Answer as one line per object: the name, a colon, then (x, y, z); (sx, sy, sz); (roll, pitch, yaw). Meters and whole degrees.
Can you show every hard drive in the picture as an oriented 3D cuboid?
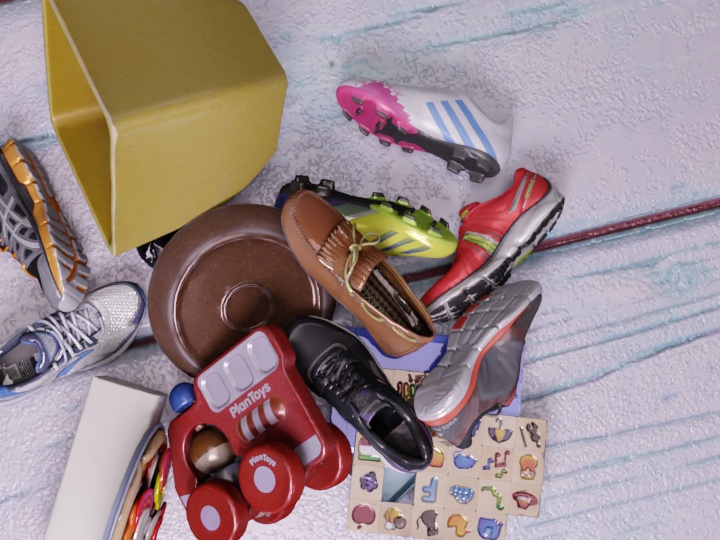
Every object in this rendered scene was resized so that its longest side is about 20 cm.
hard drive: (0.069, 0.133, 1.218); (0.197, 0.025, 0.134); (5, 84, -2)

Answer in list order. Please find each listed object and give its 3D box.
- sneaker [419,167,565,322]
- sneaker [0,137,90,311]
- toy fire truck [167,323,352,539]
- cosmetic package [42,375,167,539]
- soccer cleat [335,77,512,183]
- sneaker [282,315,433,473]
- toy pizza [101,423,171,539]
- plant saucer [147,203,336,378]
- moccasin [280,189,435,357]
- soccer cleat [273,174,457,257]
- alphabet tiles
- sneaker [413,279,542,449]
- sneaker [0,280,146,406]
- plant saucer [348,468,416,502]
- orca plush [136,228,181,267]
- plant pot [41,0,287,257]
sneaker: (0.129, -0.027, 1.242); (0.200, 0.077, 0.085); (-44, 69, -7)
sneaker: (-0.341, -0.038, 1.192); (0.077, 0.078, 0.201); (-30, 66, 2)
toy fire truck: (-0.116, 0.168, 1.156); (0.199, 0.112, 0.169); (-36, 76, 30)
cosmetic package: (-0.259, 0.212, 1.168); (0.072, 0.104, 0.202); (17, 85, -3)
soccer cleat: (0.072, -0.168, 1.249); (0.198, 0.070, 0.087); (26, 68, -3)
sneaker: (0.001, 0.118, 1.152); (0.200, 0.088, 0.076); (43, 84, 2)
toy pizza: (-0.214, 0.247, 1.118); (0.031, 0.200, 0.203); (16, 84, 1)
plant saucer: (-0.117, 0.033, 1.186); (0.198, 0.034, 0.203); (-5, 108, -14)
moccasin: (-0.001, 0.001, 1.157); (0.074, 0.078, 0.202); (-41, 99, -35)
soccer cleat: (0.003, -0.040, 1.225); (0.198, 0.065, 0.085); (15, 107, 6)
alphabet tiles: (0.091, 0.193, 1.197); (0.197, 0.008, 0.169); (7, 84, -2)
sneaker: (0.130, 0.096, 1.184); (0.200, 0.077, 0.082); (-50, 115, -24)
sneaker: (-0.306, 0.077, 1.185); (0.199, 0.085, 0.077); (-34, 88, -7)
plant saucer: (0.074, 0.164, 1.237); (0.200, 0.019, 0.070); (-43, 88, -7)
orca plush: (-0.181, -0.028, 1.210); (0.104, 0.071, 0.202); (-24, 87, -5)
plant pot: (-0.185, -0.169, 1.146); (0.198, 0.196, 0.195); (-19, 60, -22)
